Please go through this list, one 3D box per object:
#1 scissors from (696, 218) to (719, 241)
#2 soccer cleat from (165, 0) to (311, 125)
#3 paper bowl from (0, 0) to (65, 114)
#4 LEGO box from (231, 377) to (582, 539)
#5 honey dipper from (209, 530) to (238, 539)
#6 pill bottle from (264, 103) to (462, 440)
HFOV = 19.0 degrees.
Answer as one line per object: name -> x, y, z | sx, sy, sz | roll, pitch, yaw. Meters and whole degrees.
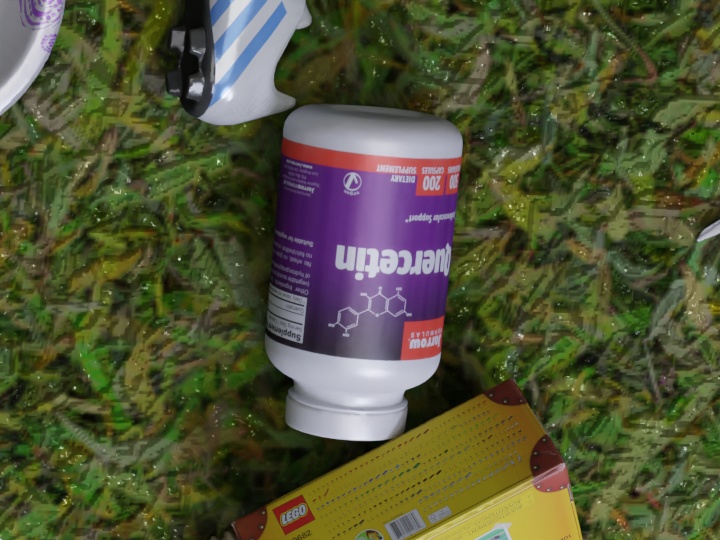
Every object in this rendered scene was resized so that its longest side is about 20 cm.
scissors -> 0.319, -0.064, 1.446 | 0.200, 0.014, 0.073 | -43, 107, -3
soccer cleat -> -0.070, -0.189, 1.321 | 0.086, 0.070, 0.200 | 0, 103, -28
paper bowl -> -0.275, -0.174, 1.253 | 0.200, 0.104, 0.201 | -2, 100, -11
LEGO box -> 0.037, 0.177, 1.362 | 0.200, 0.077, 0.149 | -26, 143, -6
honey dipper -> -0.009, 0.160, 1.407 | 0.200, 0.038, 0.038 | -20, 104, -9
pill bottle -> 0.000, 0.000, 1.339 | 0.112, 0.112, 0.200 | 3, 100, -12
